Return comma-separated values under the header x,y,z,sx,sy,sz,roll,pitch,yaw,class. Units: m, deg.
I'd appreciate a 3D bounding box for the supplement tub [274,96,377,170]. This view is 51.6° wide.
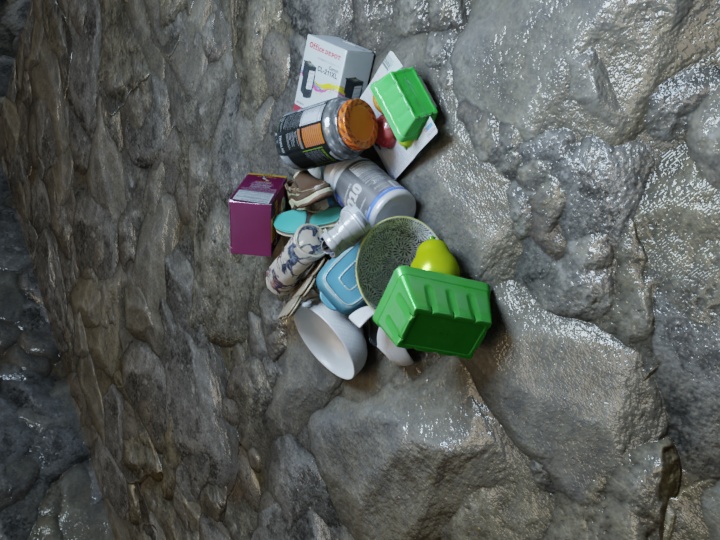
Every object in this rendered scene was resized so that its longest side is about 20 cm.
x,y,z,sx,sy,sz,roll,pitch,yaw,class
-0.067,-0.273,1.486,0.198,0.122,0.124,-4,92,44,supplement tub

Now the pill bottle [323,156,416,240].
x,y,z,sx,sy,sz,roll,pitch,yaw,class
0.014,-0.159,1.526,0.200,0.113,0.115,45,126,39,pill bottle

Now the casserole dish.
x,y,z,sx,sy,sz,roll,pitch,yaw,class
0.000,0.000,1.521,0.121,0.200,0.039,47,170,4,casserole dish

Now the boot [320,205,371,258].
x,y,z,sx,sy,sz,roll,pitch,yaw,class
-0.039,-0.072,1.435,0.074,0.095,0.200,52,176,-1,boot

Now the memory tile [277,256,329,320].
x,y,z,sx,sy,sz,roll,pitch,yaw,class
-0.125,0.042,1.625,0.154,0.017,0.200,-57,7,-11,memory tile

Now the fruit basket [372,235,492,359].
x,y,z,sx,sy,sz,roll,pitch,yaw,class
0.133,0.045,1.374,0.216,0.214,0.157,48,128,33,fruit basket

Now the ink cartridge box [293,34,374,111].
x,y,z,sx,sy,sz,roll,pitch,yaw,class
-0.064,-0.392,1.611,0.145,0.082,0.202,35,121,41,ink cartridge box

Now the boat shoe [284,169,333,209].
x,y,z,sx,sy,sz,roll,pitch,yaw,class
-0.119,-0.175,1.569,0.202,0.074,0.076,-2,110,67,boat shoe

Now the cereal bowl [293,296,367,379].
x,y,z,sx,sy,sz,roll,pitch,yaw,class
-0.054,0.137,1.647,0.199,0.083,0.201,38,150,26,cereal bowl

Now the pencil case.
x,y,z,sx,sy,sz,roll,pitch,yaw,class
-0.136,-0.023,1.610,0.078,0.089,0.200,51,141,6,pencil case

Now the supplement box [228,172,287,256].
x,y,z,sx,sy,sz,roll,pitch,yaw,class
-0.236,-0.135,1.740,0.102,0.201,0.133,6,116,4,supplement box

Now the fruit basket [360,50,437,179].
x,y,z,sx,sy,sz,roll,pitch,yaw,class
0.069,-0.301,1.478,0.187,0.093,0.200,63,155,11,fruit basket

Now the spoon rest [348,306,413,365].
x,y,z,sx,sy,sz,roll,pitch,yaw,class
0.051,0.130,1.495,0.061,0.200,0.099,-46,48,-4,spoon rest

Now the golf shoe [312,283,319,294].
x,y,z,sx,sy,sz,roll,pitch,yaw,class
-0.054,0.040,1.642,0.092,0.075,0.200,59,163,2,golf shoe

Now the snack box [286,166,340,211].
x,y,z,sx,sy,sz,roll,pitch,yaw,class
-0.109,-0.168,1.698,0.200,0.037,0.118,-32,70,60,snack box

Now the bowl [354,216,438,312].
x,y,z,sx,sy,sz,roll,pitch,yaw,class
0.062,-0.001,1.453,0.094,0.198,0.204,-2,94,65,bowl

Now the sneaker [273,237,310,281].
x,y,z,sx,sy,sz,roll,pitch,yaw,class
-0.129,-0.041,1.736,0.200,0.087,0.076,-45,46,40,sneaker

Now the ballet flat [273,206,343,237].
x,y,z,sx,sy,sz,roll,pitch,yaw,class
-0.101,-0.096,1.620,0.198,0.062,0.068,-1,61,35,ballet flat

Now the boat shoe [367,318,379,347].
x,y,z,sx,sy,sz,roll,pitch,yaw,class
0.026,0.066,1.584,0.071,0.067,0.203,7,102,47,boat shoe
